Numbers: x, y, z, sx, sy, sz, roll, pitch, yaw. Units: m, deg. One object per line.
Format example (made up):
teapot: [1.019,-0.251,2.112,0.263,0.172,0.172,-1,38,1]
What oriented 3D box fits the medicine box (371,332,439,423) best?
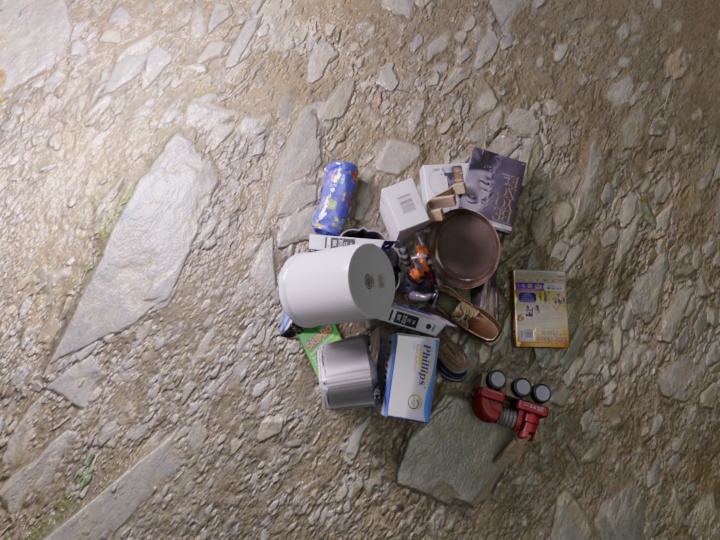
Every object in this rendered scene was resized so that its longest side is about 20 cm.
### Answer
medicine box: [0.100,0.244,1.259,0.102,0.200,0.183,9,79,-6]

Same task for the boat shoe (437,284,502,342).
boat shoe: [0.247,0.107,1.327,0.200,0.074,0.076,35,103,28]

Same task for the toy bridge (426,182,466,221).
toy bridge: [0.199,-0.167,1.323,0.067,0.200,0.027,-5,115,31]

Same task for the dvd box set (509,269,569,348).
dvd box set: [0.463,0.099,1.409,0.145,0.029,0.201,1,80,-6]

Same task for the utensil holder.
utensil holder: [-0.050,0.033,1.172,0.170,0.199,0.171,12,74,-47]

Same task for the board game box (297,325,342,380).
board game box: [-0.077,0.212,1.335,0.095,0.030,0.201,-25,87,-10]

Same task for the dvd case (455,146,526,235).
dvd case: [0.338,-0.206,1.405,0.148,0.016,0.201,16,80,-5]

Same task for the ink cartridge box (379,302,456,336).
ink cartridge box: [0.114,0.109,1.266,0.199,0.099,0.039,17,95,-13]

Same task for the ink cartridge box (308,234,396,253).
ink cartridge box: [-0.021,-0.050,1.270,0.199,0.099,0.039,3,80,-4]

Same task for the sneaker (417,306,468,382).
sneaker: [0.199,0.189,1.354,0.070,0.109,0.200,-28,54,-7]

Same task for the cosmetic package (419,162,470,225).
cosmetic package: [0.263,-0.203,1.429,0.199,0.052,0.152,-5,84,-7]

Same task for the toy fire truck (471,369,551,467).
toy fire truck: [0.350,0.364,1.320,0.175,0.129,0.201,18,69,-3]

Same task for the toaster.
toaster: [-0.028,0.238,1.236,0.128,0.200,0.114,-9,122,-2]

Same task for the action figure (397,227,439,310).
action figure: [0.133,-0.007,1.320,0.104,0.194,0.200,-2,38,-4]

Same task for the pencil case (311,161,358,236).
pencil case: [-0.066,-0.180,1.374,0.086,0.078,0.201,13,80,3]

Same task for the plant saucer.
plant saucer: [0.259,-0.056,1.360,0.032,0.200,0.201,-14,79,-53]

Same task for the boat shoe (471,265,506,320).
boat shoe: [0.326,0.068,1.387,0.073,0.074,0.201,9,88,-15]

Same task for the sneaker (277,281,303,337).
sneaker: [-0.162,0.068,1.328,0.089,0.079,0.201,7,64,19]

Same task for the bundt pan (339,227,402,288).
bundt pan: [0.000,0.000,1.353,0.201,0.076,0.203,1,80,-6]

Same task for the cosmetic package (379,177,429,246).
cosmetic package: [0.102,-0.136,1.323,0.081,0.200,0.113,-21,81,-4]
